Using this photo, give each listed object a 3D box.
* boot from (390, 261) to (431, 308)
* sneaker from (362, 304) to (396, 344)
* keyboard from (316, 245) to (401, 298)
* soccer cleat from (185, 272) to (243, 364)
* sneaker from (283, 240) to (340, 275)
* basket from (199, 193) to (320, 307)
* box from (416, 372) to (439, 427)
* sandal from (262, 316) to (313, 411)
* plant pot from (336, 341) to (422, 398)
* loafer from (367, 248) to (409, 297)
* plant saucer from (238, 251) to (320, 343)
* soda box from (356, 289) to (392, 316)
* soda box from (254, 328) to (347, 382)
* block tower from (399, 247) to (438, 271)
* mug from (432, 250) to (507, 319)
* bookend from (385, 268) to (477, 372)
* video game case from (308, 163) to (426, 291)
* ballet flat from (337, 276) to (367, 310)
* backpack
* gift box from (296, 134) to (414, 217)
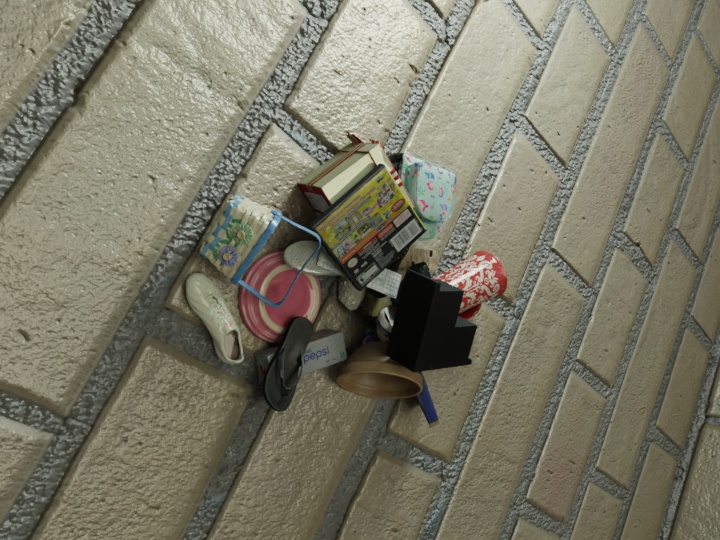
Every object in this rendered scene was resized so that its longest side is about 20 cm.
[{"bbox_3d":[0.151,0.087,1.409,0.163,0.073,0.198,63,29,-16],"label":"boot"},{"bbox_3d":[0.055,0.150,1.409,0.200,0.146,0.081,13,50,-59],"label":"sneaker"},{"bbox_3d":[0.000,0.000,1.297,0.199,0.011,0.057,24,64,-21],"label":"keyboard"},{"bbox_3d":[-0.283,0.096,1.193,0.069,0.077,0.201,-32,111,-32],"label":"soccer cleat"},{"bbox_3d":[-0.084,-0.016,1.310,0.199,0.082,0.074,6,71,-30],"label":"sneaker"},{"bbox_3d":[-0.201,-0.040,1.179,0.199,0.139,0.177,30,105,-15],"label":"basket"},{"bbox_3d":[0.144,0.279,1.507,0.032,0.121,0.201,-22,108,-1],"label":"box"},{"bbox_3d":[-0.148,0.192,1.243,0.076,0.043,0.201,22,78,-35],"label":"sandal"},{"bbox_3d":[0.048,0.225,1.393,0.200,0.200,0.093,29,56,-35],"label":"plant pot"},{"bbox_3d":[0.062,-0.038,1.364,0.073,0.071,0.201,20,114,-4],"label":"loafer"},{"bbox_3d":[-0.164,0.060,1.300,0.200,0.051,0.202,-3,95,-37],"label":"plant saucer"},{"bbox_3d":[0.087,0.076,1.484,0.199,0.064,0.068,1,92,-38],"label":"soda box"},{"bbox_3d":[-0.129,0.188,1.325,0.199,0.063,0.069,-15,101,-36],"label":"soda box"},{"bbox_3d":[0.112,-0.032,1.503,0.199,0.054,0.058,3,90,-38],"label":"block tower"},{"bbox_3d":[0.279,0.063,1.592,0.199,0.133,0.179,-23,105,-31],"label":"mug"},{"bbox_3d":[0.174,0.106,1.314,0.198,0.092,0.201,1,107,-42],"label":"bookend"},{"bbox_3d":[0.019,-0.088,1.241,0.200,0.025,0.181,-42,118,-9],"label":"video game case"},{"bbox_3d":[-0.005,-0.009,1.404,0.072,0.072,0.201,25,74,-35],"label":"ballet flat"},{"bbox_3d":[0.137,-0.172,1.463,0.177,0.150,0.201,12,90,-38],"label":"backpack"},{"bbox_3d":[-0.014,-0.183,1.323,0.186,0.200,0.185,-37,119,-13],"label":"gift box"}]
